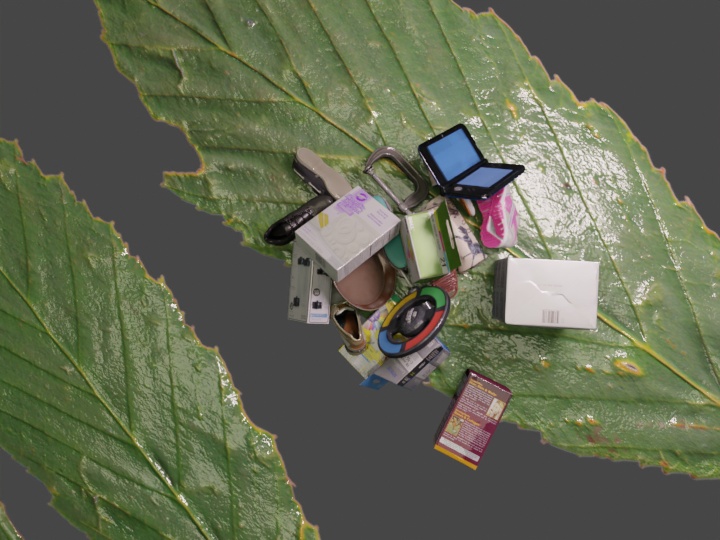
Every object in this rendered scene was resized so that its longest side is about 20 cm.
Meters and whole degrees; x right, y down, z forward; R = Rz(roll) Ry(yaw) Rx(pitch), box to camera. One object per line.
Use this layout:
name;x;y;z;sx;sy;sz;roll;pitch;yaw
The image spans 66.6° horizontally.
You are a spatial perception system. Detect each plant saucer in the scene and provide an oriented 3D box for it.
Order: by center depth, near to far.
plant saucer;0.000;0.000;1.316;0.200;0.034;0.201;13;68;-34

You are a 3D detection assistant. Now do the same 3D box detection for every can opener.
can opener;0.149;0.048;1.341;0.067;0.053;0.200;-35;87;4

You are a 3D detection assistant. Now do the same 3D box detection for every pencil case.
pencil case;0.223;-0.085;1.321;0.078;0.089;0.200;-33;90;-28

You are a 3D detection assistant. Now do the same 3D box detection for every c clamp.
c clamp;0.080;-0.210;1.337;0.171;0.027;0.200;-34;81;-24

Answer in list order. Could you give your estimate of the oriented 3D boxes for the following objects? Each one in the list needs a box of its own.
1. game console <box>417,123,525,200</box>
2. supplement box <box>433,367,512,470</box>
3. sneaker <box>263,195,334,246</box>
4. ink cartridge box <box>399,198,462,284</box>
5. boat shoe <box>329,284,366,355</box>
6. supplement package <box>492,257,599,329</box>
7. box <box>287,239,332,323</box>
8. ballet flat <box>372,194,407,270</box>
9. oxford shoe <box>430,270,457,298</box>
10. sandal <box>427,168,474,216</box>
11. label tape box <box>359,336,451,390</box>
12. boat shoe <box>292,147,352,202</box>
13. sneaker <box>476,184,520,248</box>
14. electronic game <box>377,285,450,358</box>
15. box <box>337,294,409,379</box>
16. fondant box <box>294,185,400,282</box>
game console;0.258;-0.255;1.258;0.170;0.200;0.119;14;127;40
supplement box;0.264;0.349;1.304;0.110;0.086;0.201;26;91;6
sneaker;-0.151;-0.116;1.346;0.200;0.091;0.076;-33;92;12
ink cartridge box;0.147;-0.059;1.194;0.075;0.200;0.149;-12;83;-6
boat shoe;-0.037;0.103;1.318;0.074;0.069;0.200;-22;60;-16
supplement package;0.410;0.050;1.243;0.190;0.200;0.148;4;89;6
box;-0.121;0.025;1.332;0.060;0.116;0.201;5;88;-32
ballet flat;0.073;-0.089;1.341;0.072;0.072;0.201;-23;75;4
oxford shoe;0.176;-0.024;1.331;0.070;0.075;0.201;-23;85;-7
sandal;0.207;-0.212;1.331;0.059;0.079;0.207;-30;88;3
label tape box;0.110;0.231;1.289;0.200;0.144;0.063;-44;64;3
boat shoe;-0.093;-0.221;1.381;0.200;0.073;0.063;44;136;0
sneaker;0.336;-0.139;1.322;0.081;0.088;0.201;-13;66;45
electronic game;0.118;0.114;1.235;0.200;0.200;0.042;-43;113;3
box;0.054;0.165;1.351;0.200;0.048;0.117;-45;84;5
fondant box;-0.029;-0.086;1.248;0.200;0.058;0.144;-39;66;-23
